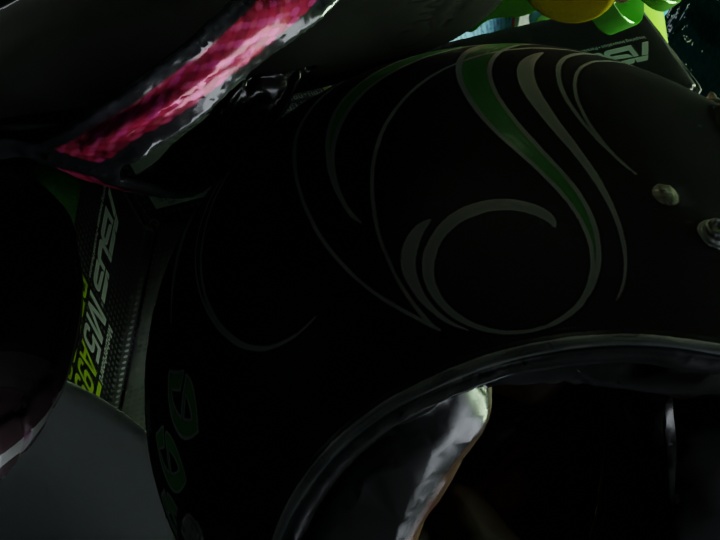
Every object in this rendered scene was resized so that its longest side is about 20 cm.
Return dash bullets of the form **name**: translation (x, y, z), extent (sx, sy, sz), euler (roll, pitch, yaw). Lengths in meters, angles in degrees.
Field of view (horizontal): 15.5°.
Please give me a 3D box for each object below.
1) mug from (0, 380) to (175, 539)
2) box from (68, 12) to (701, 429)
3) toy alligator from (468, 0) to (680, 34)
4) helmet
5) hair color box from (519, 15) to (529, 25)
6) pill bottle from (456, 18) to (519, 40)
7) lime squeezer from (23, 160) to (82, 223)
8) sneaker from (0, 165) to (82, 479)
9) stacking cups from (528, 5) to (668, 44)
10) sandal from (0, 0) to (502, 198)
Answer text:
- **mug**: translation (-0.134, 0.112, 0.801), extent (0.175, 0.147, 0.200), euler (124, -30, -48)
- **box**: translation (0.000, 0.000, 0.868), extent (0.199, 0.044, 0.160), euler (-15, 144, -26)
- **toy alligator**: translation (0.104, -0.125, 0.782), extent (0.200, 0.054, 0.059), euler (-44, -159, 38)
- **helmet**: translation (0.040, 0.030, 0.727), extent (0.200, 0.200, 0.191), euler (-61, -159, 24)
- **hair color box**: translation (0.045, -0.059, 1.110), extent (0.061, 0.100, 0.201), euler (-10, 91, -84)
- **pill bottle**: translation (-0.005, -0.088, 0.975), extent (0.109, 0.109, 0.200), euler (-62, 175, 36)
- **lime squeezer**: translation (-0.100, -0.020, 0.834), extent (0.071, 0.038, 0.200), euler (-56, 176, -28)
- **sneaker**: translation (-0.121, 0.017, 0.628), extent (0.200, 0.076, 0.116), euler (-54, 171, -41)
- **stacking cups**: translation (0.088, -0.116, 0.991), extent (0.061, 0.060, 0.201), euler (103, -17, -77)
- **sandal**: translation (-0.034, -0.049, 0.641), extent (0.200, 0.045, 0.075), euler (-16, 159, -28)
